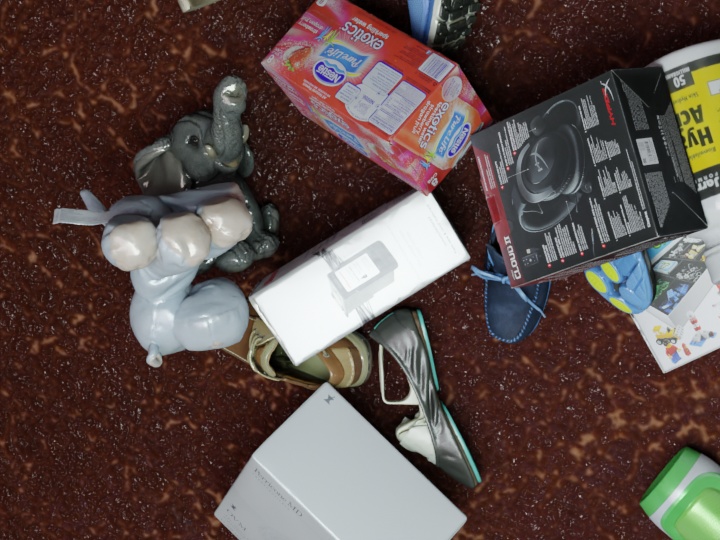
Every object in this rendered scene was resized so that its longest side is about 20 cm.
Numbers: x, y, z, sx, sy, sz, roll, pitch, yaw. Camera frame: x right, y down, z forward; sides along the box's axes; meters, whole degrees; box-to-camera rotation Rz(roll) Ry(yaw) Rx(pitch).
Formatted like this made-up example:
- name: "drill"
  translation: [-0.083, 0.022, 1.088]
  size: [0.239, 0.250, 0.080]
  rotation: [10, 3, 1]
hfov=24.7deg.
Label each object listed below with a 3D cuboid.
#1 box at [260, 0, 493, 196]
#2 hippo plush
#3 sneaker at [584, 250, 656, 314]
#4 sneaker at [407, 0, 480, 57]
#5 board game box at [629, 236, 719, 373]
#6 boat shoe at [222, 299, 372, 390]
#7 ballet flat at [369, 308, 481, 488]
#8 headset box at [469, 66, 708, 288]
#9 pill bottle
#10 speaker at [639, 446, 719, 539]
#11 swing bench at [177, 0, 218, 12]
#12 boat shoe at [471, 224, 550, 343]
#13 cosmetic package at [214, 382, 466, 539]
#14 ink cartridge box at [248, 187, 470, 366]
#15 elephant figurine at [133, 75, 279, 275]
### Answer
- name: "box"
  translation: [0.014, -0.169, 1.548]
  size: [0.100, 0.096, 0.200]
  rotation: [-48, 50, -7]
- name: "hippo plush"
  translation: [-0.190, 0.014, 1.578]
  size: [0.199, 0.159, 0.162]
  rotation: [-3, 108, 13]
- name: "sneaker"
  translation: [0.237, -0.058, 1.540]
  size: [0.071, 0.082, 0.201]
  rotation: [-30, 76, 49]
- name: "sneaker"
  translation: [0.062, -0.296, 1.568]
  size: [0.089, 0.078, 0.201]
  rotation: [9, 104, 33]
- name: "board game box"
  translation: [0.342, -0.001, 1.548]
  size: [0.200, 0.035, 0.127]
  rotation: [-29, 91, 29]
- name: "boat shoe"
  translation: [-0.083, 0.079, 1.729]
  size: [0.199, 0.074, 0.076]
  rotation: [11, 109, 36]
- name: "ballet flat"
  translation: [0.061, 0.138, 1.700]
  size: [0.068, 0.068, 0.201]
  rotation: [-20, 91, -1]
- name: "headset box"
  translation: [0.192, -0.077, 1.464]
  size: [0.200, 0.077, 0.150]
  rotation: [-23, 79, 49]
- name: "pill bottle"
  translation: [0.321, -0.095, 1.457]
  size: [0.111, 0.111, 0.201]
  rotation: [-22, 80, 28]
- name: "speaker"
  translation: [0.370, 0.262, 1.593]
  size: [0.200, 0.088, 0.089]
  rotation: [39, 118, 8]
- name: "swing bench"
  translation: [-0.112, -0.383, 1.582]
  size: [0.199, 0.130, 0.200]
  rotation: [-18, 99, 33]
- name: "boat shoe"
  translation: [0.146, -0.021, 1.611]
  size: [0.084, 0.069, 0.201]
  rotation: [9, 110, 21]
- name: "cosmetic package"
  translation: [-0.026, 0.253, 1.699]
  size: [0.199, 0.123, 0.200]
  rotation: [43, 149, 6]
- name: "ink cartridge box"
  translation: [0.000, 0.000, 1.602]
  size: [0.199, 0.145, 0.084]
  rotation: [-32, 95, 4]
- name: "elephant figurine"
  translation: [-0.158, -0.106, 1.689]
  size: [0.154, 0.142, 0.201]
  rotation: [-10, 109, 11]
